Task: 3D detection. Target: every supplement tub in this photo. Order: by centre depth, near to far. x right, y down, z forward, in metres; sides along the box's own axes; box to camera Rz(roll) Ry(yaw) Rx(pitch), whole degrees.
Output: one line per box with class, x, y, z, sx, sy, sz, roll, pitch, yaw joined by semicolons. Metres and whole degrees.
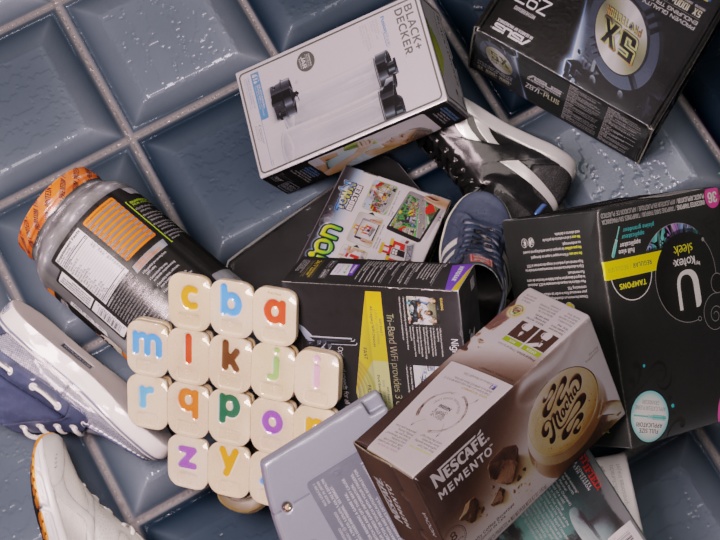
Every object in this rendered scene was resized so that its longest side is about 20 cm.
supplement tub;-0.206;0.004;1.554;0.200;0.123;0.123;40;74;12

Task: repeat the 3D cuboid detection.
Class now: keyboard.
keyboard;-0.016;-0.014;1.620;0.199;0.021;0.127;-35;69;-12

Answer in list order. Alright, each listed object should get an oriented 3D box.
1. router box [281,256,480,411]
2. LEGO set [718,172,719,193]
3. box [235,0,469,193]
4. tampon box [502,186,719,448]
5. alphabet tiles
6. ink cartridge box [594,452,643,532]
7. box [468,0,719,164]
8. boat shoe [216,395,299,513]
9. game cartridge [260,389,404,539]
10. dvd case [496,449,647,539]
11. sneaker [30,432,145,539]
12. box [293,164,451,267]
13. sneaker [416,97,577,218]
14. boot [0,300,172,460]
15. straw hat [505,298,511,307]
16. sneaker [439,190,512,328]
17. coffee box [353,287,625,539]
router box;0.025;0.091;1.443;0.155;0.202;0.052;3;26;20
LEGO set;0.352;-0.003;1.572;0.152;0.116;0.202;-20;72;-8
box;-0.009;-0.165;1.610;0.198;0.060;0.118;-20;70;19
tampon box;0.231;0.041;1.490;0.149;0.126;0.203;-12;94;-34
alphabet tiles;-0.108;0.101;1.456;0.198;0.015;0.198;9;110;20
ink cartridge box;0.145;0.253;1.494;0.197;0.084;0.147;-9;71;-4
box;0.230;-0.231;1.667;0.199;0.086;0.165;31;73;9
boat shoe;-0.065;0.133;1.540;0.073;0.067;0.201;22;69;17
game cartridge;0.006;0.217;1.410;0.132;0.040;0.201;-30;96;-12
dvd case;0.135;0.241;1.412;0.199;0.022;0.147;-37;98;-14
sneaker;-0.231;0.234;1.505;0.091;0.076;0.202;-16;80;-16
box;0.000;0.000;1.557;0.109;0.035;0.201;19;54;10
sneaker;0.097;-0.093;1.621;0.198;0.073;0.113;24;70;6
boot;-0.265;0.124;1.548;0.200;0.073;0.091;40;98;6
straw hat;0.091;0.095;1.548;0.198;0.085;0.204;0;70;-1
sneaker;0.103;0.000;1.506;0.074;0.085;0.202;10;56;0
coffee box;0.105;0.125;1.363;0.200;0.114;0.080;-39;37;-21
